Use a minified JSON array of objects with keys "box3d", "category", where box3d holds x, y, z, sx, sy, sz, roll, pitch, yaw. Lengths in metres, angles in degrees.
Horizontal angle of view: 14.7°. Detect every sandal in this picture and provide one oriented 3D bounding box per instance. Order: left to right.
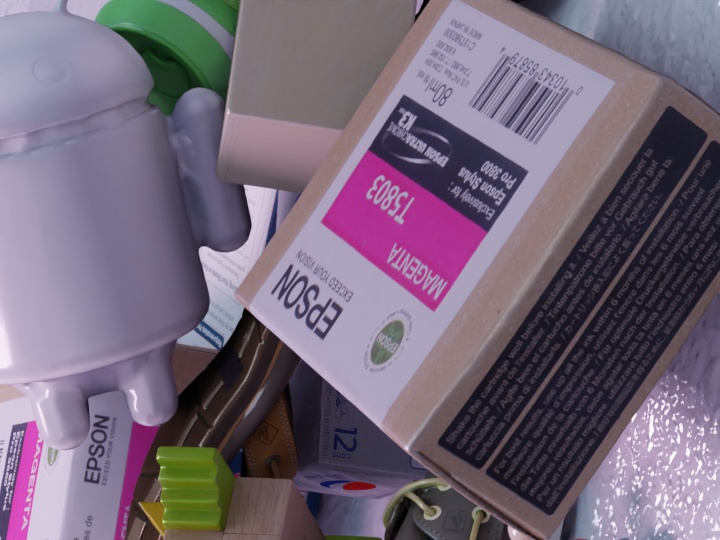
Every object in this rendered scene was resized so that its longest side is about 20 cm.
[{"box3d":[-0.045,0.062,1.218,0.200,0.054,0.082,-59,17,11],"category":"sandal"}]

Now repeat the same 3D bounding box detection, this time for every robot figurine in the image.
[{"box3d":[-0.134,-0.026,1.219,0.113,0.169,0.201,-143,39,-77],"category":"robot figurine"}]

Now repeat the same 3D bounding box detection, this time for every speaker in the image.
[{"box3d":[-0.047,-0.146,1.309,0.200,0.088,0.088,-54,4,-36],"category":"speaker"}]

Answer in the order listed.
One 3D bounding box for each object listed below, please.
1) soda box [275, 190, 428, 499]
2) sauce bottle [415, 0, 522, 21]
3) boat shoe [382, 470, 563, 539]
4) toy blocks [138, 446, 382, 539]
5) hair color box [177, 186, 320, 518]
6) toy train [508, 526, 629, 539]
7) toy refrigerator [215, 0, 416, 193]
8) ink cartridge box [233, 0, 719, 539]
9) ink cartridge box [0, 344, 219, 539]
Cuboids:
[{"box3d":[0.000,0.000,1.278,0.068,0.063,0.201,153,123,-62],"category":"soda box"},{"box3d":[0.064,-0.162,1.180,0.200,0.066,0.066,116,153,-44],"category":"sauce bottle"},{"box3d":[0.041,0.117,1.128,0.072,0.060,0.203,148,131,-62],"category":"boat shoe"},{"box3d":[-0.043,0.180,1.145,0.200,0.099,0.137,64,-148,-55],"category":"toy blocks"},{"box3d":[-0.046,0.023,1.386,0.100,0.060,0.201,-148,69,-66],"category":"hair color box"},{"box3d":[0.024,0.179,1.033,0.150,0.199,0.056,-109,-3,-49],"category":"toy train"},{"box3d":[-0.013,-0.134,1.222,0.070,0.076,0.201,106,170,-64],"category":"toy refrigerator"},{"box3d":[0.051,-0.012,1.066,0.165,0.075,0.200,-55,27,1],"category":"ink cartridge box"},{"box3d":[-0.136,0.137,1.355,0.165,0.075,0.201,161,120,-66],"category":"ink cartridge box"}]
